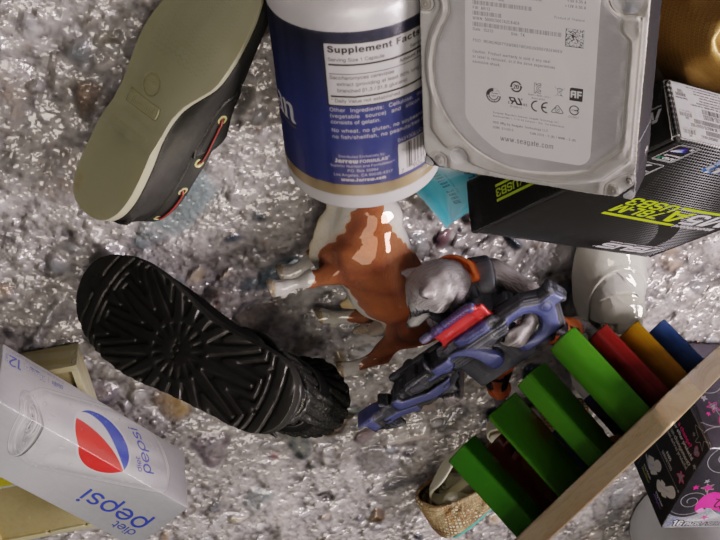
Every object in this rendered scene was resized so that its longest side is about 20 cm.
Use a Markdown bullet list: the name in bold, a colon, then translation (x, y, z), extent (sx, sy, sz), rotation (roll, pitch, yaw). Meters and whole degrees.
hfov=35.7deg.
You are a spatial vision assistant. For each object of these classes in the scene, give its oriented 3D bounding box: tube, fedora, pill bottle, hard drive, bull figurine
- **tube**: translation (0.127, -0.105, 0.830), extent (0.198, 0.051, 0.078), rotation (-31, 126, 18)
- **fedora**: translation (0.251, -0.167, 0.740), extent (0.198, 0.082, 0.204), rotation (-13, 117, -26)
- **pill bottle**: translation (-0.004, -0.151, 0.717), extent (0.109, 0.112, 0.202), rotation (-9, 130, -5)
- **hard drive**: translation (0.101, -0.145, 0.641), extent (0.138, 0.038, 0.203), rotation (13, 126, 22)
- **bull figurine**: translation (0.000, 0.000, 0.873), extent (0.120, 0.066, 0.201), rotation (-25, 129, 13)

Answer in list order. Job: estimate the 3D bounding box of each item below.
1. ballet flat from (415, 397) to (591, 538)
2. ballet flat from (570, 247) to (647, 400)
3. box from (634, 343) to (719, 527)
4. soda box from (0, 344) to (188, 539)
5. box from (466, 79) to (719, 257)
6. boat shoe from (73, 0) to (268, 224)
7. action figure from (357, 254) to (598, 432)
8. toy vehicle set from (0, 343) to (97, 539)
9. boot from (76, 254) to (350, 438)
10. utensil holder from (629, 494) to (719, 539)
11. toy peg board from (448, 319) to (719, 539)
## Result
- **ballet flat**: translation (0.127, 0.177, 1.047), extent (0.065, 0.071, 0.200), rotation (38, 110, -19)
- **ballet flat**: translation (0.217, 0.047, 0.958), extent (0.068, 0.070, 0.202), rotation (-9, 130, -5)
- **box**: translation (0.362, 0.152, 1.030), extent (0.196, 0.133, 0.116), rotation (3, 130, -15)
- **soda box**: translation (-0.233, 0.146, 0.905), extent (0.068, 0.064, 0.200), rotation (-37, 127, 17)
- **box**: translation (0.209, -0.063, 0.792), extent (0.198, 0.048, 0.192), rotation (6, 159, -35)
- **boat shoe**: translation (-0.119, -0.118, 0.755), extent (0.203, 0.074, 0.063), rotation (-55, 156, 18)
- **action figure**: translation (0.086, 0.056, 0.885), extent (0.198, 0.106, 0.193), rotation (-30, 136, 21)
- **toy vehicle set**: translation (-0.280, 0.155, 0.962), extent (0.122, 0.027, 0.202), rotation (-9, 130, -5)
- **boot**: translation (-0.114, 0.068, 0.890), extent (0.080, 0.210, 0.158), rotation (-57, 165, 2)
- **utensil holder**: translation (0.377, 0.322, 1.129), extent (0.167, 0.201, 0.172), rotation (-6, 131, -7)
- **toy peg board**: translation (0.180, 0.113, 0.881), extent (0.198, 0.098, 0.201), rotation (-22, 154, -54)
